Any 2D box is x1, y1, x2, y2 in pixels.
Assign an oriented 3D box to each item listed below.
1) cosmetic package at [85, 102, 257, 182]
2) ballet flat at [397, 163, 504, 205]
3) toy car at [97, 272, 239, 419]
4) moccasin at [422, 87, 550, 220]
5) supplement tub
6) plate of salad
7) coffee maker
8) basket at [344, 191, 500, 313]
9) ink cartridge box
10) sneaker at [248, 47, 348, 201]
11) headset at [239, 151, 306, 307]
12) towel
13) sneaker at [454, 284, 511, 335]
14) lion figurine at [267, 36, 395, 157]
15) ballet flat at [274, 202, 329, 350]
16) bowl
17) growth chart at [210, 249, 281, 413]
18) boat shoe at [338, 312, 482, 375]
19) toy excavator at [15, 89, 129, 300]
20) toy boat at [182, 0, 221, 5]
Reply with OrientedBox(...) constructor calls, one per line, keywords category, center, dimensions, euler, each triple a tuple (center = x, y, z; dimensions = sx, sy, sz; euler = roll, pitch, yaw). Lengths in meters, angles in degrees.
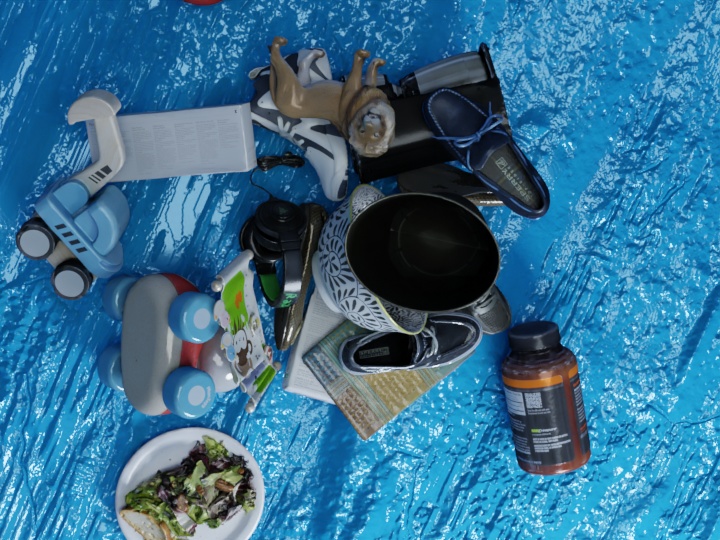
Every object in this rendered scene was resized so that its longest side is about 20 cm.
OrientedBox(category="cosmetic package", center=(-0.233, -0.158, 1.458), dimensions=(0.200, 0.051, 0.083), euler=(-3, 104, 11))
OrientedBox(category="ballet flat", center=(0.144, -0.107, 1.576), dimensions=(0.200, 0.067, 0.046), euler=(0, 142, -15))
OrientedBox(category="toy car", center=(-0.202, 0.091, 1.508), dimensions=(0.200, 0.184, 0.177), euler=(0, 97, -44))
OrientedBox(category="moccasin", center=(0.159, -0.145, 1.403), dimensions=(0.200, 0.068, 0.080), euler=(41, 92, -2))
OrientedBox(category="supplement tub", center=(0.254, 0.174, 1.629), dimensions=(0.107, 0.107, 0.200), euler=(-13, 103, -10))
OrientedBox(category="plate of salad", center=(-0.227, 0.309, 1.579), dimensions=(0.200, 0.048, 0.200), euler=(-2, 100, -12))
OrientedBox(category="coffee maker", center=(0.082, -0.178, 1.487), dimensions=(0.200, 0.192, 0.135), euler=(-14, 143, 1))
OrientedBox(category="basket", center=(0.088, -0.033, 1.429), dimensions=(0.180, 0.200, 0.136), euler=(11, 99, 9))
OrientedBox(category="ink cartridge box", center=(-0.005, 0.085, 1.598), dimensions=(0.161, 0.050, 0.200), euler=(17, 78, -15))
OrientedBox(category="sneaker", center=(-0.089, -0.177, 1.495), dimensions=(0.130, 0.079, 0.199), euler=(-11, 90, -3))
OrientedBox(category="headset", center=(-0.099, -0.053, 1.511), dimensions=(0.094, 0.124, 0.200), euler=(-7, 77, -22))
OrientedBox(category="towel", center=(0.038, 0.111, 1.575), dimensions=(0.200, 0.022, 0.147), euler=(-38, 96, -15))
OrientedBox(category="sneaker", center=(0.137, 0.010, 1.579), dimensions=(0.080, 0.086, 0.200), euler=(-43, 106, -9))
OrientedBox(category="lion figurine", center=(-0.041, -0.208, 1.425), dimensions=(0.200, 0.072, 0.123), euler=(13, 89, 28))
OrientedBox(category="ballet flat", center=(-0.076, 0.010, 1.552), dimensions=(0.046, 0.067, 0.200), euler=(11, 93, -22))
OrientedBox(category="bowl", center=(0.000, 0.000, 1.504), dimensions=(0.094, 0.201, 0.201), euler=(-21, 106, 23))
OrientedBox(category="growth chart", center=(-0.143, 0.075, 1.464), dimensions=(0.018, 0.145, 0.200), euler=(-3, 117, 15))
OrientedBox(category="boat shoe", center=(0.073, 0.096, 1.539), dimensions=(0.200, 0.068, 0.072), euler=(-7, 88, -16))
OrientedBox(category="toy excavator", center=(-0.326, -0.094, 1.426), dimensions=(0.200, 0.100, 0.194), euler=(-33, 108, 15))
OrientedBox(category="toy boat", center=(-0.163, -0.410, 1.418), dimensions=(0.200, 0.131, 0.131), euler=(-40, 105, -3))
